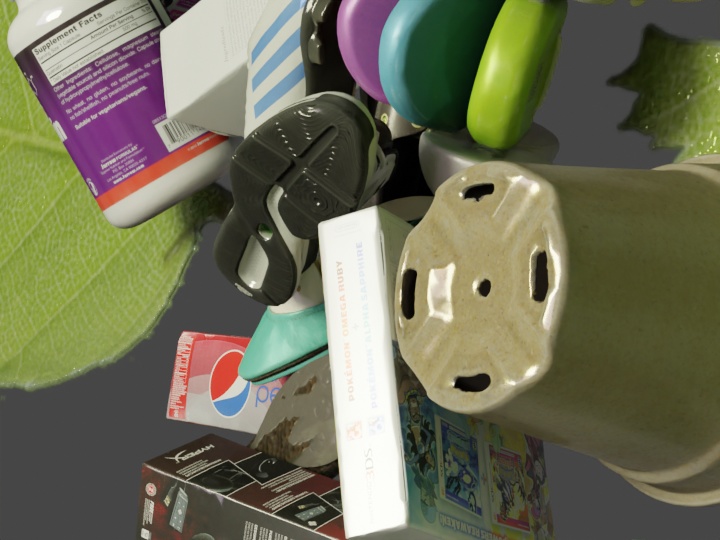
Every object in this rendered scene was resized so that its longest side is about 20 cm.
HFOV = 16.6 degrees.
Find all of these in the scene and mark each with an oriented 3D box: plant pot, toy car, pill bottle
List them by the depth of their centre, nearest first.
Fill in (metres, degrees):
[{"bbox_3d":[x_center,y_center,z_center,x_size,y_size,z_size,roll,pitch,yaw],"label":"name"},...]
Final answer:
[{"bbox_3d":[0.127,0.020,1.332,0.200,0.183,0.202,-15,70,48],"label":"plant pot"},{"bbox_3d":[0.061,-0.135,1.435,0.200,0.149,0.176,-72,-1,-75],"label":"toy car"},{"bbox_3d":[-0.173,-0.138,1.731,0.112,0.112,0.201,-28,93,44],"label":"pill bottle"}]

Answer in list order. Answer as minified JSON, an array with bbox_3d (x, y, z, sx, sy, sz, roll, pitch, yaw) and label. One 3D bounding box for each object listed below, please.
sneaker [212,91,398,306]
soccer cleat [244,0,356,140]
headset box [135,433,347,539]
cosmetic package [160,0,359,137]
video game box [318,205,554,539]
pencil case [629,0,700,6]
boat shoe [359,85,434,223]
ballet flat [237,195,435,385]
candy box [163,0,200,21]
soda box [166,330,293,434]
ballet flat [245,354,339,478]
[{"bbox_3d":[-0.020,-0.070,1.429,0.115,0.076,0.201,-52,-2,-31],"label":"sneaker"},{"bbox_3d":[-0.041,-0.105,1.547,0.086,0.070,0.201,39,122,48],"label":"soccer cleat"},{"bbox_3d":[-0.038,0.202,1.466,0.199,0.077,0.150,19,112,30],"label":"headset box"},{"bbox_3d":[-0.038,-0.163,1.643,0.200,0.101,0.074,-29,59,42],"label":"cosmetic package"},{"bbox_3d":[0.047,0.078,1.405,0.047,0.200,0.183,-17,67,24],"label":"video game box"},{"bbox_3d":[0.174,-0.253,1.415,0.089,0.078,0.201,-14,66,7],"label":"pencil case"},{"bbox_3d":[0.034,-0.089,1.565,0.060,0.071,0.202,31,113,45],"label":"boat shoe"},{"bbox_3d":[0.000,0.000,1.522,0.199,0.071,0.067,-26,20,12],"label":"ballet flat"},{"bbox_3d":[-0.140,-0.237,1.815,0.200,0.061,0.137,-46,50,35],"label":"candy box"},{"bbox_3d":[-0.040,0.079,1.612,0.200,0.070,0.064,5,88,50],"label":"soda box"},{"bbox_3d":[-0.038,0.116,1.524,0.200,0.046,0.068,-48,55,32],"label":"ballet flat"}]
